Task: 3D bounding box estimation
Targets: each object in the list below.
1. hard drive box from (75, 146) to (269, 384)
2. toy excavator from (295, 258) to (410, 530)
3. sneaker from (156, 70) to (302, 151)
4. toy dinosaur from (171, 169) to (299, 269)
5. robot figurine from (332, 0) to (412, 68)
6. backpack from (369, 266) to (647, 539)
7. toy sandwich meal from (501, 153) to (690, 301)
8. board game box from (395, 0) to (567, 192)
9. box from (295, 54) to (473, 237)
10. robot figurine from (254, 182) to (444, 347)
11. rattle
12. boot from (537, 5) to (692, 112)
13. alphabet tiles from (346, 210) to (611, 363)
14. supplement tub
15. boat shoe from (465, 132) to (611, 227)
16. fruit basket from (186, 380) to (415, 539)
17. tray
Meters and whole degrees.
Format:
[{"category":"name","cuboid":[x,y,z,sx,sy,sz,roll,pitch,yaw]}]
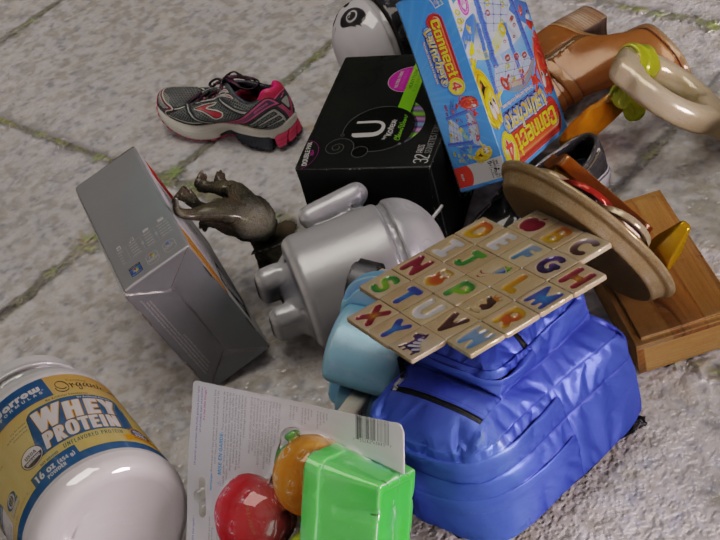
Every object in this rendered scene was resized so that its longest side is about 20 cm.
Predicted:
[{"category":"hard drive box","cuboid":[-0.186,-0.004,1.417,0.077,0.156,0.200,-36,40,-1]},{"category":"toy excavator","cuboid":[-0.001,0.106,1.242,0.099,0.196,0.200,16,22,17]},{"category":"sneaker","cuboid":[-0.158,-0.201,1.722,0.199,0.075,0.081,9,45,30]},{"category":"toy dinosaur","cuboid":[-0.119,-0.057,1.419,0.102,0.200,0.077,21,80,20]},{"category":"robot figurine","cuboid":[0.062,-0.288,1.705,0.199,0.151,0.125,-26,63,-13]},{"category":"backpack","cuboid":[0.102,0.106,1.181,0.200,0.169,0.162,-43,34,-27]},{"category":"toy sandwich meal","cuboid":[0.208,-0.049,1.264,0.070,0.205,0.205,-51,46,-6]},{"category":"board game box","cuboid":[0.128,-0.204,1.473,0.056,0.197,0.200,-14,14,30]},{"category":"box","cuboid":[0.039,-0.121,1.513,0.147,0.125,0.201,0,42,19]},{"category":"robot figurine","cuboid":[0.000,0.000,1.386,0.199,0.113,0.171,-20,78,-5]},{"category":"rattle","cuboid":[0.324,-0.132,1.491,0.199,0.143,0.130,33,11,1]},{"category":"boot","cuboid":[0.252,-0.209,1.595,0.154,0.074,0.200,-38,40,-17]},{"category":"alphabet tiles","cuboid":[0.095,0.009,1.164,0.199,0.006,0.166,-29,30,-20]},{"category":"supplement tub","cuboid":[-0.251,0.173,1.241,0.144,0.145,0.200,-31,41,-18]},{"category":"boat shoe","cuboid":[0.171,-0.074,1.453,0.199,0.067,0.070,-30,40,-17]},{"category":"fruit basket","cuboid":[-0.053,0.192,1.146,0.199,0.187,0.093,9,10,35]},{"category":"tray","cuboid":[0.269,0.005,1.347,0.098,0.037,0.201,-17,39,-1]}]
